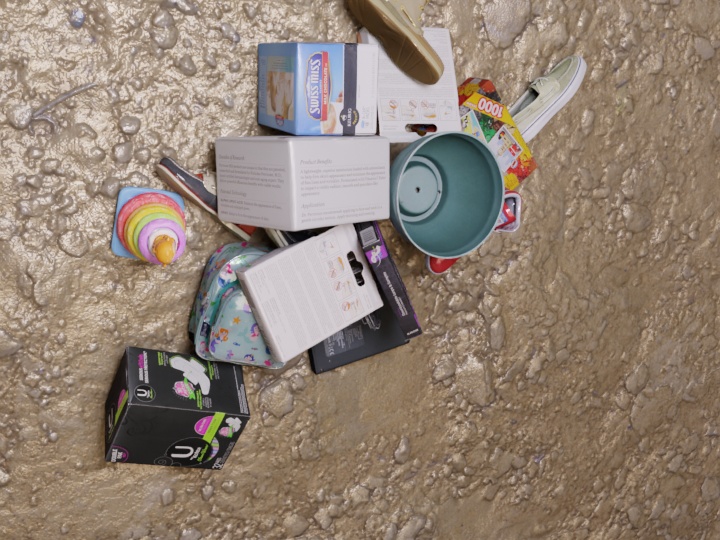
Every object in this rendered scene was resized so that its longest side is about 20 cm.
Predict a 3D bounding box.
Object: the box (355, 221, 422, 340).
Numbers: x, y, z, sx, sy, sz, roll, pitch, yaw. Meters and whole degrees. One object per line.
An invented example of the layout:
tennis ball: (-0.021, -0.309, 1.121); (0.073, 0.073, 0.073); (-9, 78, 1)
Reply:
box: (0.044, 0.000, 1.292); (0.036, 0.143, 0.201); (-24, 120, 5)

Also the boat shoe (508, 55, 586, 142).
boat shoe: (0.344, -0.328, 1.440); (0.062, 0.072, 0.200); (37, 91, -32)

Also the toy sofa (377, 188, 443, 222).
toy sofa: (0.106, -0.108, 1.394); (0.199, 0.083, 0.098); (20, 92, -29)

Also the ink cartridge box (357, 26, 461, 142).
ink cartridge box: (0.085, -0.311, 1.301); (0.161, 0.050, 0.202); (-5, 87, -24)

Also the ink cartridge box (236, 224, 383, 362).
ink cartridge box: (-0.078, 0.029, 1.223); (0.199, 0.050, 0.162); (-29, 109, -25)

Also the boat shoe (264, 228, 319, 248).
boat shoe: (-0.096, -0.042, 1.304); (0.062, 0.075, 0.200); (-47, 141, 2)

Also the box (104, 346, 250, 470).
box: (-0.304, 0.229, 1.262); (0.199, 0.125, 0.149); (13, 125, -27)

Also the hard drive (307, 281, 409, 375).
hard drive: (-0.006, 0.100, 1.435); (0.198, 0.033, 0.141); (-16, 112, -19)

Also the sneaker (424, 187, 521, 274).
sneaker: (0.200, -0.069, 1.338); (0.071, 0.112, 0.200); (41, 83, -28)

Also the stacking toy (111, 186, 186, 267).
stacking toy: (-0.303, -0.050, 1.154); (0.109, 0.200, 0.117); (7, 103, -26)

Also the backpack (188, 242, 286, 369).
backpack: (-0.184, 0.059, 1.282); (0.176, 0.150, 0.202); (13, 96, -26)

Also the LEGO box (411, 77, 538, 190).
LEGO box: (0.211, -0.226, 1.407); (0.149, 0.077, 0.200); (-42, 118, -8)

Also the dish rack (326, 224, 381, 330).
dish rack: (0.000, 0.000, 1.325); (0.054, 0.153, 0.201); (-23, 101, 9)

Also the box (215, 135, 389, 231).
box: (-0.090, -0.142, 1.191); (0.198, 0.199, 0.132); (-10, 105, -42)

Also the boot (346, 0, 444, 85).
boot: (0.094, -0.416, 1.256); (0.200, 0.073, 0.155); (45, 64, -1)

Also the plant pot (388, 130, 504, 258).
plant pot: (0.118, -0.130, 1.270); (0.199, 0.134, 0.202); (-5, 103, -25)

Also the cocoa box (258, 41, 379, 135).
cocoa box: (-0.072, -0.283, 1.187); (0.130, 0.200, 0.135); (-4, 106, -23)

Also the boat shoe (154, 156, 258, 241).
boat shoe: (-0.239, -0.124, 1.236); (0.200, 0.071, 0.063); (38, 81, -31)
